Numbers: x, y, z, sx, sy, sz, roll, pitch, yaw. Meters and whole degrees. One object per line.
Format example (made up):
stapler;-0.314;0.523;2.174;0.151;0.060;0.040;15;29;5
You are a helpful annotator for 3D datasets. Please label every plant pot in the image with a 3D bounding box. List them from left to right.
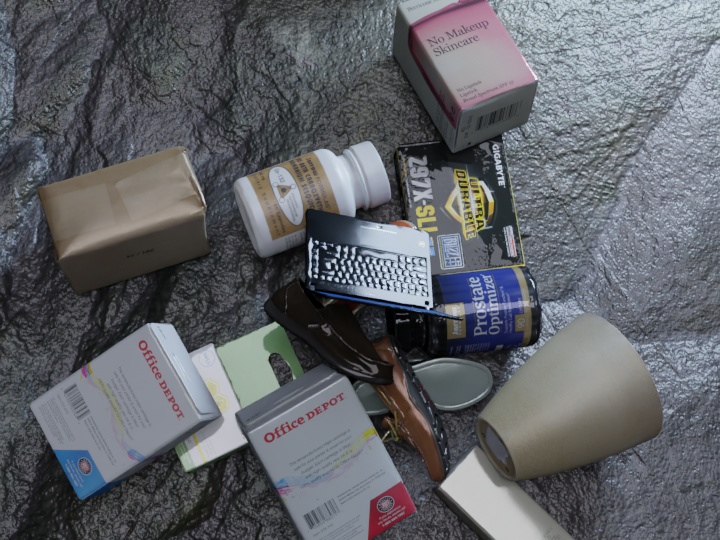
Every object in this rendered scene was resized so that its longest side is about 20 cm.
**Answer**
plant pot;0.255;0.184;1.541;0.199;0.187;0.188;-27;80;-16

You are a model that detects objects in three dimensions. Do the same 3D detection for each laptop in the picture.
laptop;0.026;-0.010;1.499;0.176;0.103;0.201;10;54;-16

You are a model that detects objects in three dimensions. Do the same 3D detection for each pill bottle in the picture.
pill bottle;-0.065;-0.103;1.631;0.199;0.114;0.115;-21;79;-10
pill bottle;0.137;0.058;1.609;0.198;0.112;0.113;-7;77;-7

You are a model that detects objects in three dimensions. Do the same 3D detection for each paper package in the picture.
paper package;-0.306;-0.062;1.561;0.198;0.191;0.104;-18;76;-10

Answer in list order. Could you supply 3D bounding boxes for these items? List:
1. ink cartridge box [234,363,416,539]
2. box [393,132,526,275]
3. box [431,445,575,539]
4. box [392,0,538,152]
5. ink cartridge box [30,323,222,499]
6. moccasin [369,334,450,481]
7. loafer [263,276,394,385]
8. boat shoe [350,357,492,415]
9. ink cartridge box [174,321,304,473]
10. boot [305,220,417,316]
ink cartridge box;-0.049;0.242;1.507;0.145;0.145;0.201;-28;99;-10
box;0.139;-0.087;1.679;0.158;0.049;0.202;-7;77;-4
box;0.194;0.331;1.572;0.200;0.068;0.082;45;77;7
box;0.145;-0.291;1.672;0.127;0.109;0.201;-23;66;-13
ink cartridge box;-0.300;0.179;1.526;0.199;0.085;0.145;-33;80;11
moccasin;0.054;0.186;1.542;0.077;0.074;0.202;-28;99;12
loafer;-0.033;0.075;1.499;0.199;0.073;0.072;34;94;17
boat shoe;0.078;0.153;1.609;0.198;0.060;0.076;-2;96;-7
ink cartridge box;-0.171;0.166;1.593;0.199;0.048;0.146;-24;79;-7
boot;0.000;0.000;1.599;0.200;0.107;0.075;-44;69;-5
